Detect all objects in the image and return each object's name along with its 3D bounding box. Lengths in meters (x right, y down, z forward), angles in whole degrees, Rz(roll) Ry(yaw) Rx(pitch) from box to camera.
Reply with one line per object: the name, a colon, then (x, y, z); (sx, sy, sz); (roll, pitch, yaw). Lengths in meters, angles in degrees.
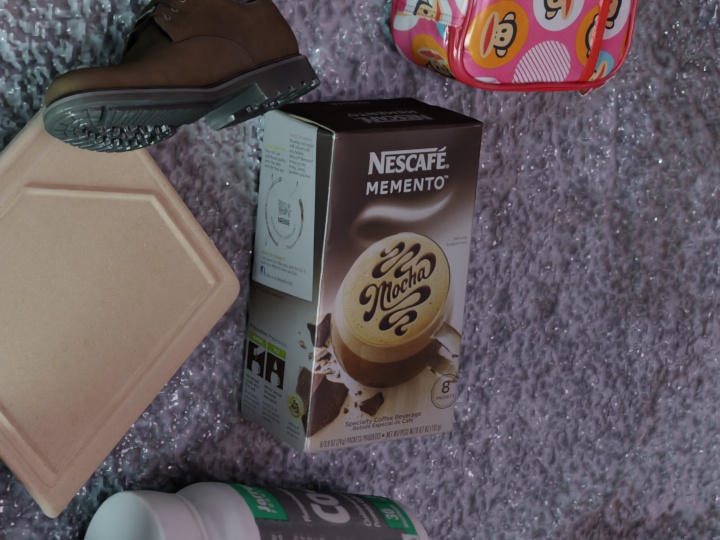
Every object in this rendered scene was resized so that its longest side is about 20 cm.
oxford shoe: (-0.111, -0.116, 1.279); (0.200, 0.073, 0.084); (-21, 88, -54)
coffee box: (0.000, 0.000, 1.403); (0.113, 0.080, 0.200); (-6, 109, -33)
pill bottle: (-0.062, 0.187, 1.402); (0.200, 0.113, 0.113); (9, 100, -38)
lunch bag: (0.114, -0.210, 1.419); (0.176, 0.082, 0.200); (-3, 109, -39)
wooden puzzle: (-0.169, 0.012, 1.303); (0.185, 0.037, 0.200); (-51, 132, -25)
